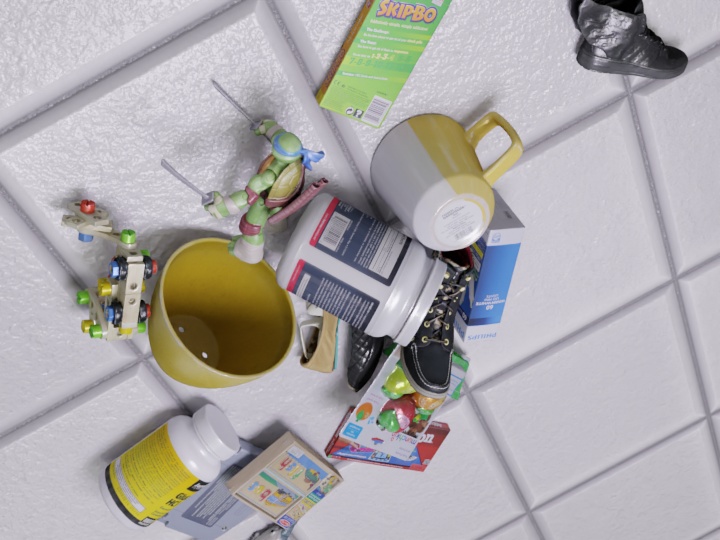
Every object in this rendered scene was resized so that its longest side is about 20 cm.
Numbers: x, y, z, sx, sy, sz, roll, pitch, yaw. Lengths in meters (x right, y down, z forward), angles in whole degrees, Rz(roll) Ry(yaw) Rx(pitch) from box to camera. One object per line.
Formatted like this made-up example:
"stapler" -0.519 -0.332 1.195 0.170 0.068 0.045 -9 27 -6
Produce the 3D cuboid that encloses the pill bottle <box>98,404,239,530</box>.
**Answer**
"pill bottle" -0.285 0.292 1.484 0.199 0.113 0.113 -36 130 8

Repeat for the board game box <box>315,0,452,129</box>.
"board game box" 0.030 -0.279 1.228 0.095 0.030 0.201 16 121 -31

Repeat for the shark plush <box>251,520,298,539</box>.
"shark plush" -0.161 0.484 1.734 0.083 0.090 0.202 21 96 -53

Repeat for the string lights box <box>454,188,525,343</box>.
"string lights box" 0.175 -0.005 1.440 0.058 0.103 0.202 -5 127 -20

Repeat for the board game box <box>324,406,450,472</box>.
"board game box" 0.047 0.288 1.669 0.198 0.020 0.104 14 118 -29

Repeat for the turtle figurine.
"turtle figurine" -0.145 -0.117 1.229 0.198 0.145 0.195 2 141 -10

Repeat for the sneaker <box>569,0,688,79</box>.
"sneaker" 0.361 -0.315 1.304 0.198 0.060 0.105 -1 130 -16

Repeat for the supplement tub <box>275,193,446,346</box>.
"supplement tub" 0.000 0.000 1.308 0.199 0.141 0.141 28 116 -1

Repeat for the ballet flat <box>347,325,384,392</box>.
"ballet flat" 0.003 0.104 1.502 0.066 0.056 0.202 -43 149 -46

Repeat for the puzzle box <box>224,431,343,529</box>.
"puzzle box" -0.120 0.345 1.603 0.133 0.025 0.200 -39 143 0

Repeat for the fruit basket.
"fruit basket" 0.079 0.199 1.535 0.185 0.093 0.201 31 89 -46

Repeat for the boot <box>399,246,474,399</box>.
"boot" 0.111 0.061 1.388 0.073 0.205 0.155 11 133 -11

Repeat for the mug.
"mug" 0.111 -0.120 1.297 0.148 0.154 0.188 9 122 -25

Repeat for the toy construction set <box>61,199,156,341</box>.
"toy construction set" -0.317 0.006 1.256 0.091 0.131 0.202 -18 126 -25

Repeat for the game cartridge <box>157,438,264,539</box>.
"game cartridge" -0.224 0.360 1.610 0.200 0.042 0.133 -45 132 15

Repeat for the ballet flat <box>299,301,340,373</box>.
"ballet flat" -0.056 0.072 1.438 0.062 0.069 0.202 4 124 -7

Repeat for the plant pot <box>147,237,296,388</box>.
"plant pot" -0.207 0.078 1.322 0.199 0.202 0.142 17 142 -30
